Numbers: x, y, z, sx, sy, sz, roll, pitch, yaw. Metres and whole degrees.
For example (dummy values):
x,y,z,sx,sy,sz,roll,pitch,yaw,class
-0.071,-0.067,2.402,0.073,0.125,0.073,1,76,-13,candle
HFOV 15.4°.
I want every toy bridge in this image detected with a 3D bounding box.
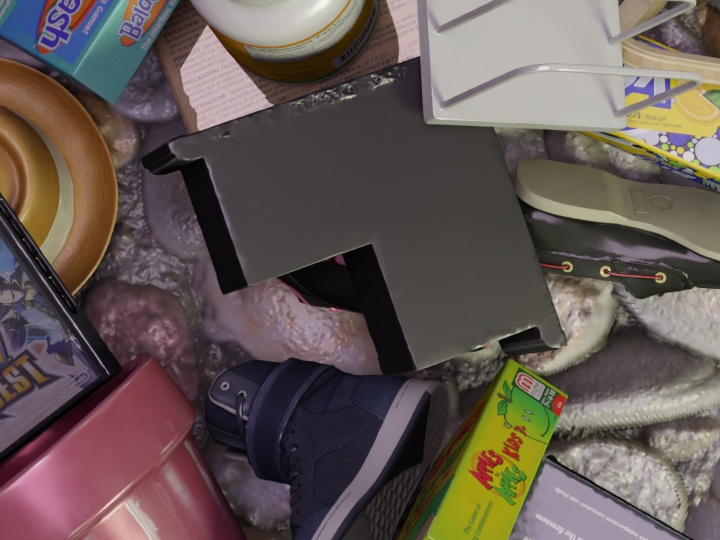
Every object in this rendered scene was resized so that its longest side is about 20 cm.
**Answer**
x,y,z,sx,sy,sz,roll,pitch,yaw,class
0.175,-0.165,1.697,0.199,0.027,0.067,33,57,15,toy bridge

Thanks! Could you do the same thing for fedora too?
x,y,z,sx,sy,sz,roll,pitch,yaw,class
-0.260,-0.059,1.755,0.199,0.082,0.202,-2,75,6,fedora

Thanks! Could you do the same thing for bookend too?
x,y,z,sx,sy,sz,roll,pitch,yaw,class
-0.004,-0.013,1.637,0.198,0.092,0.201,-20,91,-16,bookend

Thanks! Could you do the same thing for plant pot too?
x,y,z,sx,sy,sz,roll,pitch,yaw,class
-0.155,0.182,1.684,0.200,0.200,0.179,-39,97,1,plant pot

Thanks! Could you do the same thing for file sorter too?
x,y,z,sx,sy,sz,roll,pitch,yaw,class
0.120,-0.195,1.588,0.138,0.124,0.201,1,81,-27,file sorter

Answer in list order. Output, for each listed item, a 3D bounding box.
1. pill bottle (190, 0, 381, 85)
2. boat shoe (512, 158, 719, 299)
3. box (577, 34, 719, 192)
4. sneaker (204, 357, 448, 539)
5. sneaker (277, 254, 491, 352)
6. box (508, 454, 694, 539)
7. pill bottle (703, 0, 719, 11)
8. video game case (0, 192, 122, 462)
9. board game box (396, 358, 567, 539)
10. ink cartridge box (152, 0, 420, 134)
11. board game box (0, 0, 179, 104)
x,y,z,sx,sy,sz,roll,pitch,yaw,class
-0.051,-0.185,1.622,0.110,0.200,0.112,-1,83,6,pill bottle
0.190,-0.018,1.724,0.200,0.074,0.063,12,121,-2,boat shoe
0.189,-0.109,1.731,0.199,0.064,0.070,24,86,8,box
-0.047,0.135,1.682,0.145,0.077,0.203,12,44,20,sneaker
0.000,0.000,1.741,0.199,0.095,0.079,29,52,-10,sneaker
0.133,0.240,1.677,0.148,0.104,0.201,30,88,8,box
0.245,-0.227,1.712,0.200,0.116,0.116,35,88,9,pill bottle
-0.279,0.046,1.707,0.200,0.025,0.181,-36,87,20,video game case
0.062,0.150,1.634,0.047,0.200,0.102,32,124,-1,board game box
-0.034,-0.160,1.756,0.199,0.075,0.166,-22,80,4,ink cartridge box
-0.188,-0.211,1.740,0.200,0.045,0.153,29,86,45,board game box
